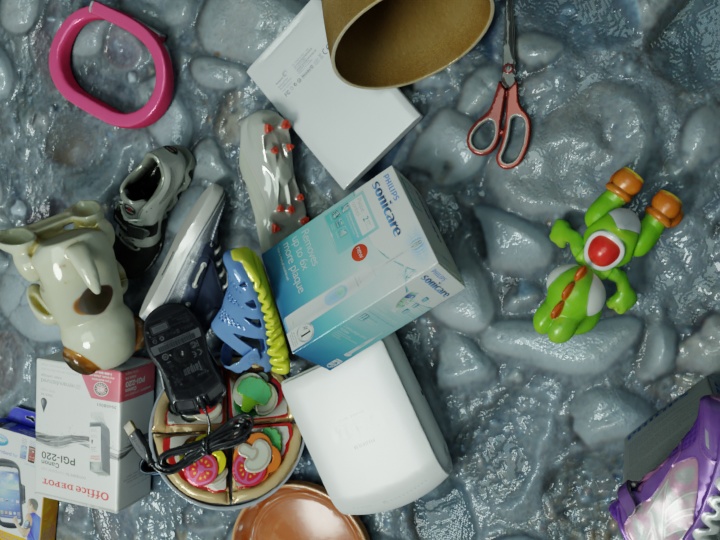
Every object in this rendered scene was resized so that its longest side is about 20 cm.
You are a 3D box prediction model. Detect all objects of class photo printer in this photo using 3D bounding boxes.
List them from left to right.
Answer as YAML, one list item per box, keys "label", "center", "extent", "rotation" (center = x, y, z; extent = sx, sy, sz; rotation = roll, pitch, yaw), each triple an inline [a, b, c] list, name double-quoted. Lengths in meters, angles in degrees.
- label: "photo printer"
  center: [0.011, 0.197, 0.947]
  extent: [0.166, 0.069, 0.201]
  rotation: [-26, 86, 19]

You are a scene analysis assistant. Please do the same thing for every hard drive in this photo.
- label: "hard drive"
  center: [-0.034, -0.219, 0.949]
  extent: [0.132, 0.025, 0.200]
  rotation: [-42, 81, 17]

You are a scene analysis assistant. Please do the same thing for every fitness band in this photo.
- label: "fitness band"
  center: [-0.339, -0.278, 1.042]
  extent: [0.199, 0.037, 0.144]
  rotation: [30, 103, 15]

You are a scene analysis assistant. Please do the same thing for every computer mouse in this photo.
- label: "computer mouse"
  center: [-0.233, 0.150, 0.946]
  extent: [0.140, 0.046, 0.201]
  rotation: [-29, 79, -14]

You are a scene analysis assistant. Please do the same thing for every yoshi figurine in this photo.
- label: "yoshi figurine"
  center: [0.262, -0.006, 0.848]
  extent: [0.112, 0.112, 0.200]
  rotation: [36, 91, -28]

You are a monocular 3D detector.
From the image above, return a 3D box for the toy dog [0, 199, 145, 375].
- label: "toy dog"
  center: [-0.347, 0.031, 0.988]
  extent: [0.193, 0.139, 0.201]
  rotation: [16, 127, 40]

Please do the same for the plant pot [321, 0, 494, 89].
- label: "plant pot"
  center: [0.029, -0.340, 0.852]
  extent: [0.186, 0.186, 0.201]
  rotation: [-23, 73, 19]

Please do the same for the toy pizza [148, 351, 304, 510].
- label: "toy pizza"
  center: [-0.168, 0.199, 0.969]
  extent: [0.199, 0.032, 0.201]
  rotation: [2, 70, -6]

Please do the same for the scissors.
- label: "scissors"
  center: [0.178, -0.220, 0.887]
  extent: [0.073, 0.014, 0.201]
  rotation: [17, 99, 19]

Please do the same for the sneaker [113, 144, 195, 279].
- label: "sneaker"
  center: [-0.298, -0.077, 1.020]
  extent: [0.074, 0.088, 0.201]
  rotation: [29, 105, 13]

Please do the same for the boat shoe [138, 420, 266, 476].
- label: "boat shoe"
  center: [-0.206, 0.236, 1.023]
  extent: [0.199, 0.069, 0.084]
  rotation: [-33, 83, 15]

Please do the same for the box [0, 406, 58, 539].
- label: "box"
  center: [-0.511, 0.311, 1.149]
  extent: [0.118, 0.041, 0.201]
  rotation: [10, 100, 18]

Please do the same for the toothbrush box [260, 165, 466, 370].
- label: "toothbrush box"
  center: [0.000, 0.000, 0.896]
  extent: [0.199, 0.085, 0.147]
  rotation: [-31, 57, 16]

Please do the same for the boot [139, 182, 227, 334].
- label: "boot"
  center: [-0.207, -0.009, 1.013]
  extent: [0.090, 0.073, 0.201]
  rotation: [28, 88, -22]

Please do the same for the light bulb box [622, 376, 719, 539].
- label: "light bulb box"
  center: [0.373, 0.237, 0.761]
  extent: [0.125, 0.200, 0.198]
  rotation: [-43, 80, 19]

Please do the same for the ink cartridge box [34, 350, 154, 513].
- label: "ink cartridge box"
  center: [-0.373, 0.220, 1.072]
  extent: [0.145, 0.085, 0.201]
  rotation: [6, 98, 18]

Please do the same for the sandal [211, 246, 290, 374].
- label: "sandal"
  center: [-0.141, 0.060, 0.930]
  extent: [0.087, 0.080, 0.201]
  rotation: [-12, 128, -5]

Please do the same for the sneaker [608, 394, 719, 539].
- label: "sneaker"
  center: [0.262, 0.197, 0.652]
  extent: [0.088, 0.080, 0.201]
  rotation: [18, 102, 25]

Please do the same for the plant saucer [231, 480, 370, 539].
- label: "plant saucer"
  center: [-0.076, 0.376, 1.013]
  extent: [0.199, 0.032, 0.202]
  rotation: [2, 96, 19]

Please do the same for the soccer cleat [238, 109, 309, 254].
- label: "soccer cleat"
  center: [-0.114, -0.101, 0.973]
  extent: [0.077, 0.069, 0.201]
  rotation: [6, 106, 48]
